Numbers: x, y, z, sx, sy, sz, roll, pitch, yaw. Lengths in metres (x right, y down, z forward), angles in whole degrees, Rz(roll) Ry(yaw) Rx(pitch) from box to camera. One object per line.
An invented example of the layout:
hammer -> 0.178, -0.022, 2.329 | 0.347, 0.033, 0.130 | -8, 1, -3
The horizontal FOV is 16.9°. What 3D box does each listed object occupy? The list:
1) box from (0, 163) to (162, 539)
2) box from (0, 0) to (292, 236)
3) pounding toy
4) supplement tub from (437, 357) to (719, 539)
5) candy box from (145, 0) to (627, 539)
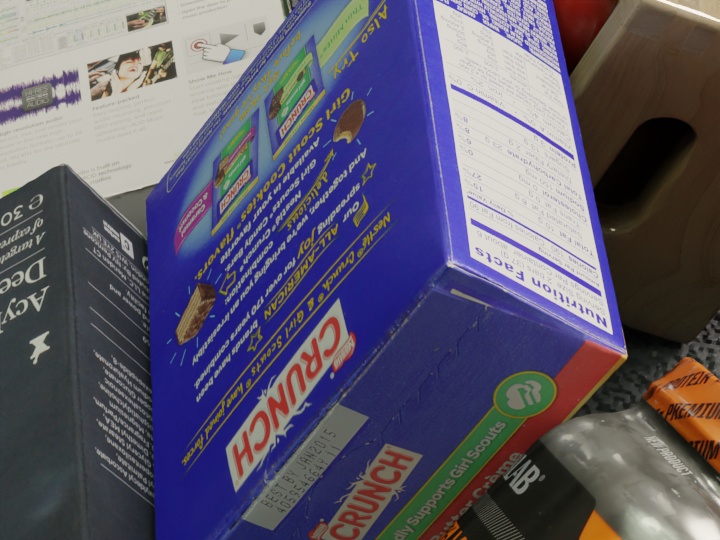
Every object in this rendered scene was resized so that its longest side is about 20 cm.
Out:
box -> -0.127, 0.091, 0.851 | 0.148, 0.107, 0.201 | -28, 45, 18
box -> -0.099, -0.097, 1.082 | 0.143, 0.036, 0.201 | -14, 49, 3
pounding toy -> 0.087, -0.072, 0.915 | 0.141, 0.200, 0.185 | 18, 48, -14
supplement tub -> 0.058, 0.128, 0.702 | 0.200, 0.123, 0.123 | -45, 51, 0
candy box -> 0.000, 0.000, 0.806 | 0.169, 0.077, 0.201 | -49, 29, 32
